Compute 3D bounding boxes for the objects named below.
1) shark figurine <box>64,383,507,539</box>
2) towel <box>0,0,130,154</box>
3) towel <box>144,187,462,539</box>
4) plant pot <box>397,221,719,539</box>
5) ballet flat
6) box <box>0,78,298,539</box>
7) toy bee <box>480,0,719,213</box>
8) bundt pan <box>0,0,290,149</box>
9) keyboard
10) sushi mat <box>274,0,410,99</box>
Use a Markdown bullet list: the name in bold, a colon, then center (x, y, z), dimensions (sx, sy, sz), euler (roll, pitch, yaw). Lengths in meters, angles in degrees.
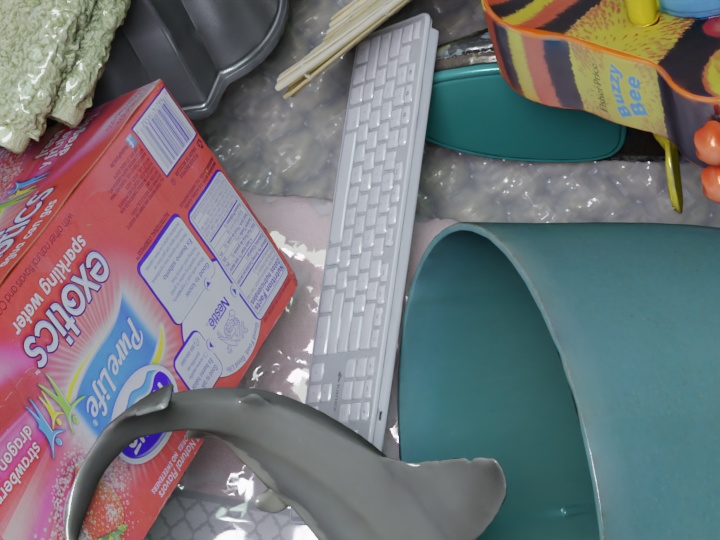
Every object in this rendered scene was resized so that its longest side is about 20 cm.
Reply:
- **shark figurine**: center (-0.001, 0.075, 0.781), dimensions (0.089, 0.214, 0.128), euler (-22, 37, 35)
- **towel**: center (-0.136, -0.149, 0.851), dimensions (0.148, 0.036, 0.200), euler (18, 80, 24)
- **towel**: center (-0.063, 0.057, 0.929), dimensions (0.199, 0.032, 0.192), euler (9, 79, 7)
- **plant pot**: center (0.121, 0.075, 0.826), dimensions (0.161, 0.201, 0.201), euler (-6, 76, -17)
- **ballet flat**: center (0.115, -0.078, 0.928), dimensions (0.200, 0.072, 0.072), euler (5, 79, 7)
- **box**: center (-0.115, 0.036, 0.808), dimensions (0.095, 0.200, 0.103), euler (-19, 117, 35)
- **toy bee**: center (0.119, -0.077, 0.808), dimensions (0.131, 0.200, 0.109), euler (54, 49, -25)
- **bundt pan**: center (-0.125, -0.142, 0.923), dimensions (0.201, 0.076, 0.202), euler (-7, 57, 12)
- **keyboard**: center (0.000, 0.000, 0.895), dimensions (0.011, 0.056, 0.201), euler (15, 77, -33)
- **sushi mat**: center (0.052, -0.137, 0.883), dimensions (0.200, 0.096, 0.012), euler (-35, 101, 25)
